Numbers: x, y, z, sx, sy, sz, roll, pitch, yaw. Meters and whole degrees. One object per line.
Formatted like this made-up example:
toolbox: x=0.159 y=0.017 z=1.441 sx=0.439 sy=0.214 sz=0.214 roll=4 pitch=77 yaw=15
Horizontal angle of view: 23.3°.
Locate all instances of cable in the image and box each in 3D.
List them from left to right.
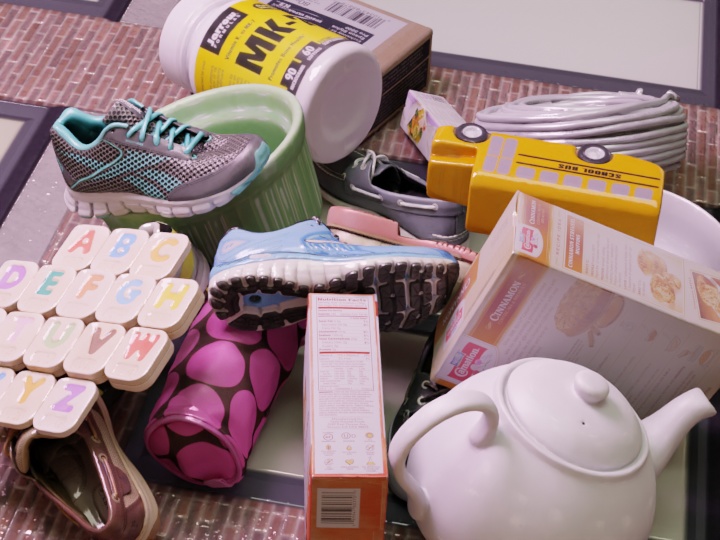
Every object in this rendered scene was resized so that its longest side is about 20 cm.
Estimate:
cable: x=0.206 y=-0.126 z=1.631 sx=0.197 sy=0.070 sz=0.200 roll=-2 pitch=10 yaw=8

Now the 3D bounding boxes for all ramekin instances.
ramekin: x=-0.128 y=-0.067 z=1.506 sx=0.198 sy=0.098 sz=0.201 roll=-16 pitch=32 yaw=10

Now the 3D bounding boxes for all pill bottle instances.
pill bottle: x=-0.087 y=-0.185 z=1.623 sx=0.199 sy=0.115 sz=0.114 roll=27 pitch=42 yaw=33

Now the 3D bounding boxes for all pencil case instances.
pencil case: x=-0.098 y=0.084 z=1.371 sx=0.090 sy=0.094 sz=0.201 roll=-8 pitch=34 yaw=27

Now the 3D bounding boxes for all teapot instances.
teapot: x=0.132 y=0.132 z=1.247 sx=0.196 sy=0.147 sz=0.200 roll=29 pitch=34 yaw=6

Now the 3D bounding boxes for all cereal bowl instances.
cereal bowl: x=0.220 y=0.011 z=1.497 sx=0.197 sy=0.084 sz=0.201 roll=3 pitch=37 yaw=-2

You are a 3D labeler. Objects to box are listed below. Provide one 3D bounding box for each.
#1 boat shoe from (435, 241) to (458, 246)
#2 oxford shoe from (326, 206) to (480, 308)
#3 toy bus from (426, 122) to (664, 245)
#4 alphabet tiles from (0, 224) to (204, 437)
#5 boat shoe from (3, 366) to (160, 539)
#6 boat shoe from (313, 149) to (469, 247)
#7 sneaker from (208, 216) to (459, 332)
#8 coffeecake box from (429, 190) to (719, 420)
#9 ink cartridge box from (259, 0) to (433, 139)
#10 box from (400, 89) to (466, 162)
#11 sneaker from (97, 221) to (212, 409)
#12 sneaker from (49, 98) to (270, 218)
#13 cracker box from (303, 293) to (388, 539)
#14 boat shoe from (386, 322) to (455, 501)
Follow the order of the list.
boat shoe: x=0.000 y=0.000 z=1.500 sx=0.198 sy=0.073 sz=0.063 roll=-11 pitch=40 yaw=-10
oxford shoe: x=0.057 y=0.012 z=1.422 sx=0.198 sy=0.071 sz=0.075 roll=19 pitch=85 yaw=14
toy bus: x=0.153 y=-0.066 z=1.472 sx=0.198 sy=0.066 sz=0.079 roll=10 pitch=39 yaw=7
alphabet tiles: x=-0.216 y=0.039 z=1.308 sx=0.198 sy=0.015 sz=0.197 roll=6 pitch=49 yaw=32
boat shoe: x=-0.223 y=0.125 z=1.280 sx=0.072 sy=0.072 sz=0.201 roll=-41 pitch=62 yaw=7
boat shoe: x=0.024 y=-0.083 z=1.617 sx=0.199 sy=0.062 sz=0.073 roll=33 pitch=45 yaw=32
sneaker: x=-0.020 y=-0.010 z=1.358 sx=0.197 sy=0.079 sz=0.091 roll=2 pitch=47 yaw=-9
coffeecake box: x=0.174 y=0.048 z=1.338 sx=0.198 sy=0.154 sz=0.074 roll=21 pitch=43 yaw=-10
ink cartridge box: x=-0.050 y=-0.215 z=1.770 sx=0.198 sy=0.076 sz=0.165 roll=24 pitch=40 yaw=22
box: x=0.080 y=-0.123 z=1.643 sx=0.041 sy=0.039 sz=0.200 roll=9 pitch=19 yaw=-16
sneaker: x=-0.204 y=0.044 z=1.376 sx=0.075 sy=0.077 sz=0.201 roll=19 pitch=63 yaw=43
sneaker: x=-0.168 y=-0.095 z=1.389 sx=0.198 sy=0.092 sz=0.078 roll=-4 pitch=36 yaw=26
cracker box: x=-0.014 y=0.130 z=1.279 sx=0.057 sy=0.135 sz=0.201 roll=1 pitch=37 yaw=-2
boat shoe: x=0.062 y=0.102 z=1.386 sx=0.068 sy=0.057 sz=0.201 roll=11 pitch=38 yaw=8
